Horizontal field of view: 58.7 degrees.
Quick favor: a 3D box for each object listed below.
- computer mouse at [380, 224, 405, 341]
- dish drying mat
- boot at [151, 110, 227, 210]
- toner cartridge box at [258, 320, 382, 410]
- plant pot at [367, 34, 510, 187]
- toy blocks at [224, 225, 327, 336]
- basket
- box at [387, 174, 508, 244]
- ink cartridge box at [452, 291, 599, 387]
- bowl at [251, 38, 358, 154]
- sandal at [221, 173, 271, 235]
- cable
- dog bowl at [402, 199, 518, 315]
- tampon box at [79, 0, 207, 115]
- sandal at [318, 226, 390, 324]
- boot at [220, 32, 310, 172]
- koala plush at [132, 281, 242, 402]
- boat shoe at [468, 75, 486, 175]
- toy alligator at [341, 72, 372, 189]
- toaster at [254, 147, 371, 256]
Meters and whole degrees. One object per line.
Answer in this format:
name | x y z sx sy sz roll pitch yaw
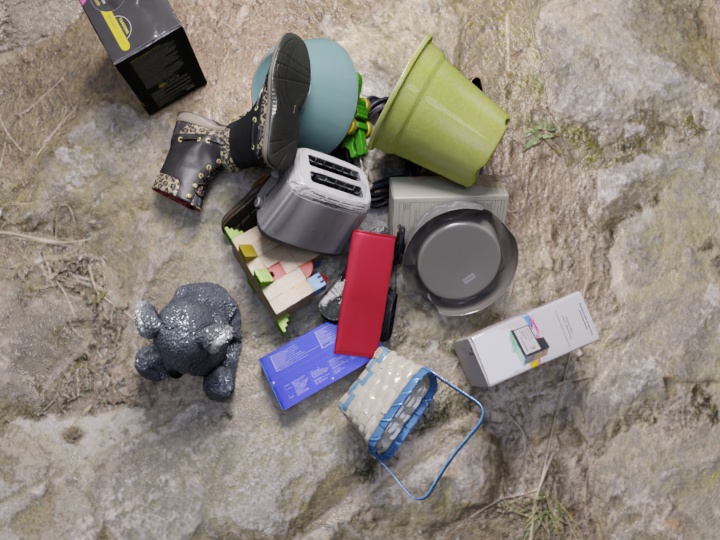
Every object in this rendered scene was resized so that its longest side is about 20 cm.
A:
computer mouse | 0.048 0.022 1.079 0.033 0.059 0.206 11 103 11
dish drying mat | 0.007 0.039 1.048 0.074 0.018 0.207 7 97 -14
boot | -0.257 -0.176 1.113 0.195 0.073 0.154 22 80 5
toner cartridge box | -0.065 0.146 1.087 0.196 0.043 0.097 -28 82 -7
plant pot | 0.135 -0.239 1.038 0.181 0.200 0.204 31 81 1
toy blocks | -0.125 -0.013 1.092 0.135 0.100 0.202 -29 74 -20
basket | 0.078 0.232 1.022 0.199 0.140 0.177 37 81 31
box | 0.146 -0.105 1.100 0.193 0.079 0.097 0 125 -4
ink cartridge box | 0.266 0.117 1.055 0.195 0.145 0.086 -21 82 -6
bowl | -0.109 -0.296 1.070 0.196 0.104 0.208 1 91 38
sandal | -0.161 -0.130 1.121 0.198 0.082 0.055 -36 49 2
cable | 0.041 -0.217 1.145 0.161 0.051 0.203 32 80 3
dog bowl | 0.161 -0.024 1.068 0.193 0.059 0.205 -2 122 -3
tampon box | -0.364 -0.390 1.077 0.124 0.200 0.152 -31 83 -7
sandal | 0.001 0.001 1.088 0.074 0.048 0.202 25 65 20
boot | -0.153 -0.253 0.995 0.072 0.151 0.210 13 81 -42
koala plush | -0.270 0.098 1.005 0.172 0.200 0.189 16 80 1
boat shoe | 0.192 -0.249 1.146 0.070 0.072 0.207 1 81 -3
toy alligator | -0.015 -0.234 1.099 0.053 0.059 0.207 -6 87 36
toaster | -0.068 -0.108 1.045 0.195 0.130 0.116 16 47 -27
